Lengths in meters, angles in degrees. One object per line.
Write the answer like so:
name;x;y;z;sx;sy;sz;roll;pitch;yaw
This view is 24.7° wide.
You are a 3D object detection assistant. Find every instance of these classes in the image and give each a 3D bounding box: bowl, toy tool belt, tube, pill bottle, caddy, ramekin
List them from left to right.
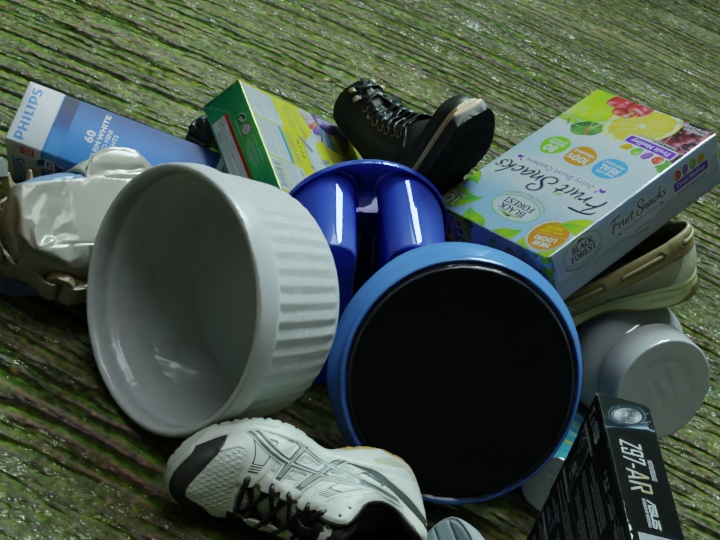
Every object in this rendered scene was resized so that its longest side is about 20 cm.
toy tool belt;-0.256;-0.026;1.314;0.198;0.123;0.126;-8;78;-33
ramekin;-0.106;0.023;1.237;0.104;0.202;0.200;1;36;-47
caddy;0.000;0.000;1.337;0.139;0.201;0.106;1;45;-6
bowl;0.074;0.081;1.249;0.198;0.203;0.039;17;6;-8
tube;0.166;0.134;1.383;0.077;0.051;0.200;31;23;-4
pill bottle;0.212;0.059;1.420;0.108;0.111;0.200;6;20;-25

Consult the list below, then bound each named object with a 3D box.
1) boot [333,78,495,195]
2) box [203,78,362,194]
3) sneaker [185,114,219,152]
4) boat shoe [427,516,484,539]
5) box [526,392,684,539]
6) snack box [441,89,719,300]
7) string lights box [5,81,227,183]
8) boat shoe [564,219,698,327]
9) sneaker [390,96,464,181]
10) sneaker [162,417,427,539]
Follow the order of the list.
boot;0.032;-0.124;1.378;0.077;0.200;0.139;-25;74;-27
box;-0.044;-0.081;1.414;0.199;0.048;0.118;18;44;-54
sneaker;-0.063;-0.109;1.575;0.198;0.079;0.085;27;30;9
boat shoe;0.082;0.256;1.129;0.067;0.073;0.201;41;20;-26
box;0.168;0.210;1.147;0.043;0.162;0.201;14;31;-10
snack box;0.181;-0.066;1.355;0.199;0.053;0.142;-34;37;-23
string lights box;-0.201;-0.085;1.415;0.198;0.103;0.060;20;70;-3
boat shoe;0.178;0.005;1.345;0.198;0.064;0.074;-10;34;2
sneaker;0.052;-0.114;1.622;0.091;0.076;0.200;43;16;17
sneaker;-0.040;0.163;1.166;0.198;0.076;0.088;9;29;-20
